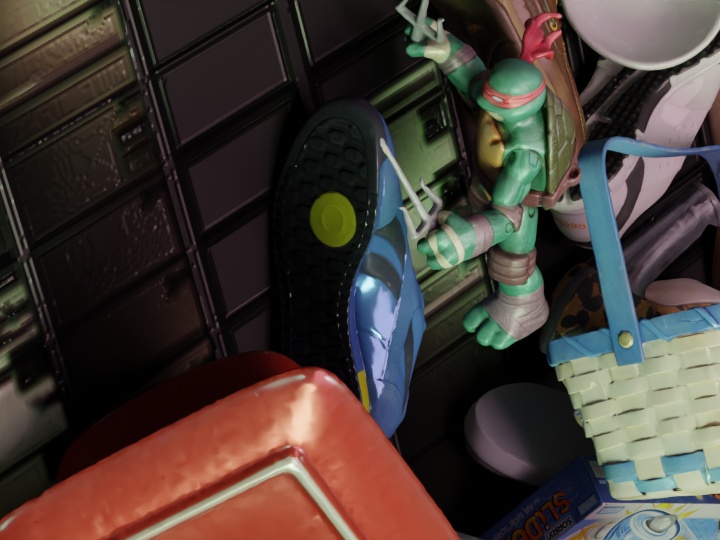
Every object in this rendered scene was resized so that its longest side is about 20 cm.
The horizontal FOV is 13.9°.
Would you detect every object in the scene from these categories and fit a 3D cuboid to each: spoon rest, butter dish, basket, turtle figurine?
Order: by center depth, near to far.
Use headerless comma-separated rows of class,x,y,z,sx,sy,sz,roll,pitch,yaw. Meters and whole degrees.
butter dish,-0.066,0.116,1.508,0.199,0.148,0.200,-28,127,11
turtle figurine,0.068,-0.057,1.571,0.200,0.101,0.150,82,10,-51
basket,0.182,0.025,1.650,0.176,0.139,0.200,1,82,-56
spoon rest,0.193,-0.199,1.714,0.200,0.099,0.061,-50,174,-22

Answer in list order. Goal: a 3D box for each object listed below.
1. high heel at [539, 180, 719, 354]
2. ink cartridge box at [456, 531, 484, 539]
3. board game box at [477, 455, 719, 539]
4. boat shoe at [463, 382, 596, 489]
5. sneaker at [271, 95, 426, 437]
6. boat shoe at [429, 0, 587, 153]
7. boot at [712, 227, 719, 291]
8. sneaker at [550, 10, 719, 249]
high heel,0.180,0.059,1.796,0.143,0.071,0.200,-38,127,-20
ink cartridge box,0.044,0.213,1.598,0.144,0.200,0.085,-23,113,-40
board game box,0.157,0.160,1.755,0.200,0.034,0.135,5,142,-45
boat shoe,0.134,0.115,1.759,0.200,0.069,0.057,9,136,-39
sneaker,0.000,0.000,1.597,0.078,0.066,0.200,-20,116,-52
boat shoe,0.084,-0.141,1.630,0.068,0.072,0.200,-46,126,-27
boot,0.278,0.009,1.884,0.097,0.075,0.200,-49,134,-48
sneaker,0.169,-0.097,1.742,0.200,0.074,0.080,-49,145,-18
